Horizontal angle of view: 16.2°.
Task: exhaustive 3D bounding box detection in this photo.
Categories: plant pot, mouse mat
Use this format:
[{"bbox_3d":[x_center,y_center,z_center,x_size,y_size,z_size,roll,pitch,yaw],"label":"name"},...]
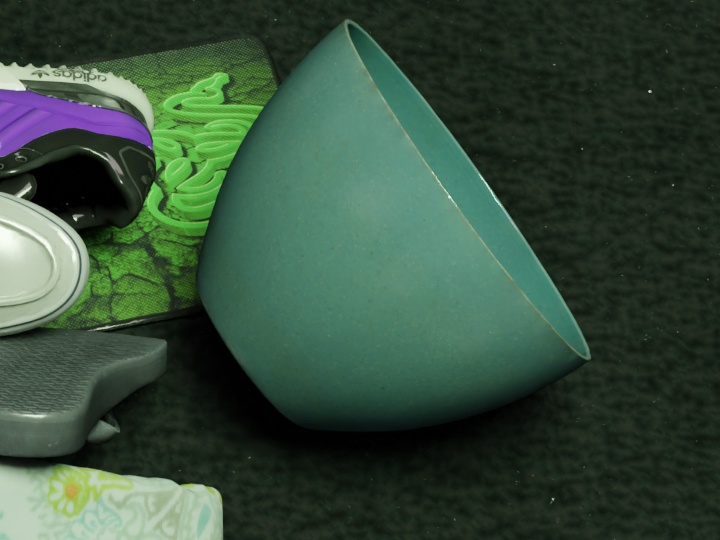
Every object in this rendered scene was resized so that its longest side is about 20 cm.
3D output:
[{"bbox_3d":[0.000,0.000,1.224,0.134,0.200,0.201,-36,70,8],"label":"plant pot"},{"bbox_3d":[-0.119,-0.045,1.309,0.198,0.008,0.162,-11,63,-21],"label":"mouse mat"}]

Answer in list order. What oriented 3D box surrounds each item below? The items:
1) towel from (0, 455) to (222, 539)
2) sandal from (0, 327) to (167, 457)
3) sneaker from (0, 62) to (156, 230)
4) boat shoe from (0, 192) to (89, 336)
[{"bbox_3d":[-0.143,0.167,1.093,0.199,0.048,0.173,14,73,-38],"label":"towel"},{"bbox_3d":[-0.142,0.061,1.164,0.075,0.200,0.043,7,101,10],"label":"sandal"},{"bbox_3d":[-0.195,-0.050,1.233,0.198,0.070,0.100,-2,42,-10],"label":"sneaker"},{"bbox_3d":[-0.223,-0.014,1.159,0.198,0.066,0.073,15,88,-5],"label":"boat shoe"}]
